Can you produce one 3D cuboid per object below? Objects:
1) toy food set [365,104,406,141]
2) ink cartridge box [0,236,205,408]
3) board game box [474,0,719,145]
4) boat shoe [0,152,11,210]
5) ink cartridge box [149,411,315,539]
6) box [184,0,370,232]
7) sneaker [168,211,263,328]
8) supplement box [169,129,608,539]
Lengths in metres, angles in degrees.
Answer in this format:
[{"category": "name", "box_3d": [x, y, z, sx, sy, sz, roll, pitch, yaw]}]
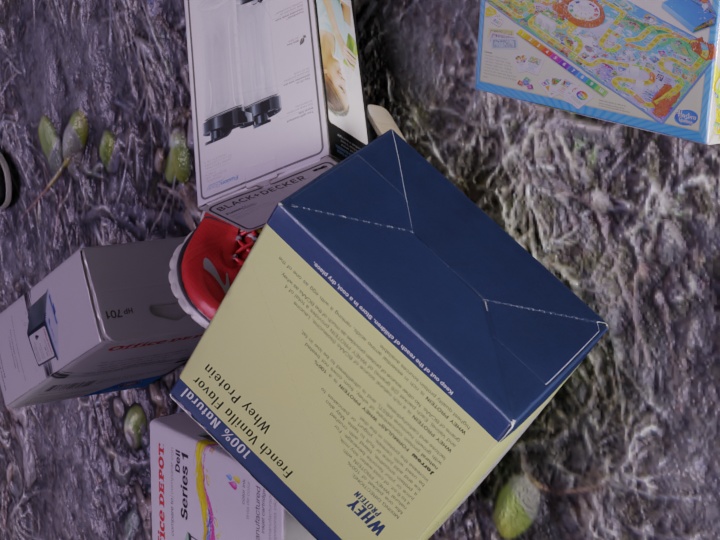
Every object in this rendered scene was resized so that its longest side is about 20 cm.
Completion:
[{"category": "toy food set", "box_3d": [0.000, 0.000, 1.209, 0.144, 0.060, 0.201, 60, 139, 26]}, {"category": "ink cartridge box", "box_3d": [-0.209, 0.045, 1.421, 0.200, 0.145, 0.087, -33, 70, 50]}, {"category": "board game box", "box_3d": [0.151, -0.161, 1.000, 0.199, 0.034, 0.136, 22, 114, 49]}, {"category": "boat shoe", "box_3d": [-0.434, -0.110, 1.749, 0.199, 0.066, 0.075, 34, 123, 44]}, {"category": "ink cartridge box", "box_3d": [-0.087, 0.206, 1.346, 0.199, 0.083, 0.147, 16, 110, 51]}, {"category": "box", "box_3d": [-0.061, -0.141, 1.186, 0.116, 0.060, 0.202, -20, 63, 27]}, {"category": "sneaker", "box_3d": [-0.085, -0.035, 1.237, 0.085, 0.077, 0.201, -49, 21, 40]}, {"category": "supplement box", "box_3d": [0.014, 0.060, 1.093, 0.200, 0.134, 0.200, 43, 132, 11]}]
